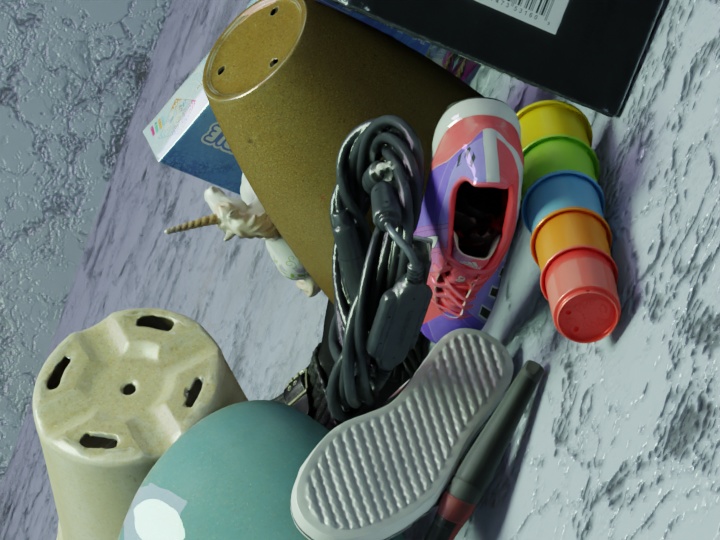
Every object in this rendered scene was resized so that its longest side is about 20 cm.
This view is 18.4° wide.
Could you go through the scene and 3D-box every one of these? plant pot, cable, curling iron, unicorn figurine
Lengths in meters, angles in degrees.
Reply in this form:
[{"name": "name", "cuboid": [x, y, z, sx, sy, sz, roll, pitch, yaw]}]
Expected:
[{"name": "plant pot", "cuboid": [-0.011, -0.097, 1.549, 0.185, 0.200, 0.187, -27, 40, 25]}, {"name": "cable", "cuboid": [0.000, 0.000, 1.424, 0.201, 0.050, 0.164, 105, 160, -45]}, {"name": "curling iron", "cuboid": [0.068, 0.147, 1.362, 0.201, 0.049, 0.026, -67, 15, -16]}, {"name": "plant pot", "cuboid": [-0.139, 0.134, 1.544, 0.184, 0.198, 0.202, 76, -162, -47]}, {"name": "plant pot", "cuboid": [-0.043, 0.201, 1.452, 0.134, 0.199, 0.202, 22, 90, 42]}, {"name": "unicorn figurine", "cuboid": [-0.069, -0.048, 1.675, 0.073, 0.200, 0.138, -29, 48, 18]}]

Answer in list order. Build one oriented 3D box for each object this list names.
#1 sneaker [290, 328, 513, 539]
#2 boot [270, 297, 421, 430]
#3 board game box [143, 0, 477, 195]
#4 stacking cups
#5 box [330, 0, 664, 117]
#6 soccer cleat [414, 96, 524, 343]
[{"name": "sneaker", "cuboid": [0.024, 0.121, 1.398, 0.200, 0.078, 0.080, -39, -17, -39]}, {"name": "boot", "cuboid": [-0.015, 0.066, 1.691, 0.158, 0.079, 0.212, 127, 159, -47]}, {"name": "board game box", "cuboid": [-0.035, -0.138, 1.747, 0.199, 0.199, 0.044, -47, 49, 21]}, {"name": "stacking cups", "cuboid": [0.130, -0.031, 1.363, 0.061, 0.060, 0.201, -61, 20, 27]}, {"name": "box", "cuboid": [0.079, -0.203, 1.490, 0.198, 0.198, 0.124, -140, 72, -74]}, {"name": "soccer cleat", "cuboid": [0.064, -0.013, 1.395, 0.074, 0.067, 0.201, -92, 8, -45]}]
